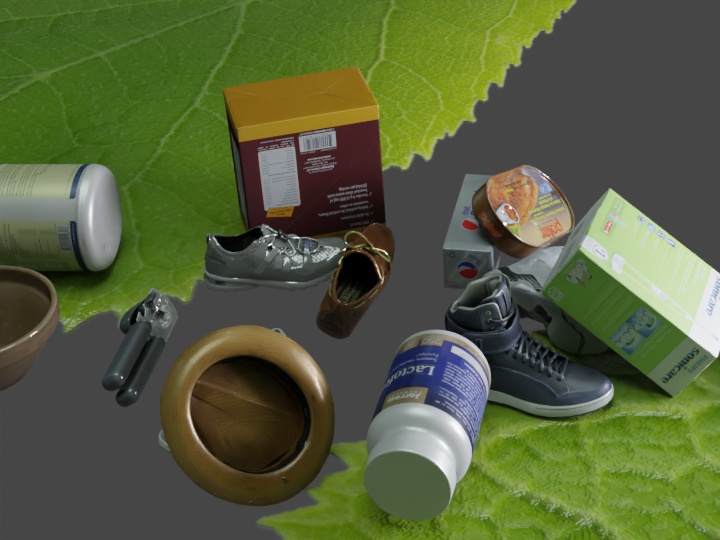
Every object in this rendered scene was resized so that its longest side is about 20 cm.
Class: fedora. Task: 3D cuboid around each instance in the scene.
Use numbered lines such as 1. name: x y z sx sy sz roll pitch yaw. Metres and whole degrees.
1. fedora: -0.128 0.158 1.465 0.198 0.203 0.082 -21 0 -24

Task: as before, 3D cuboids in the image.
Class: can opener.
1. can opener: -0.278 0.096 1.666 0.066 0.054 0.201 -27 24 27

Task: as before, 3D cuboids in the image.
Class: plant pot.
1. plant pot: -0.461 0.085 1.648 0.197 0.094 0.202 -3 34 2

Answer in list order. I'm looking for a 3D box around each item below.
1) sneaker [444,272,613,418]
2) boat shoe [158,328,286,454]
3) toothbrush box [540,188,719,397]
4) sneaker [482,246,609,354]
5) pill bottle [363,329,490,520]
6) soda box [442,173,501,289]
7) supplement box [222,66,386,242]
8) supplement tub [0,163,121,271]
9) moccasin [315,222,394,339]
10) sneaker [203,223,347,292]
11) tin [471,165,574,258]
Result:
1. sneaker: 0.189 0.083 1.529 0.199 0.148 0.077 8 33 15
2. boat shoe: -0.155 0.140 1.553 0.074 0.066 0.201 23 43 37
3. toothbrush box: 0.327 0.023 1.573 0.199 0.086 0.146 36 40 0
4. sneaker: 0.254 0.029 1.667 0.114 0.076 0.199 -32 39 -32
5. pill bottle: 0.070 0.164 1.443 0.114 0.117 0.201 4 34 13
6. soda box: 0.158 -0.054 1.816 0.067 0.064 0.201 3 34 12
7. supplement box: -0.075 -0.149 1.862 0.194 0.202 0.133 -10 33 -9
8. supplement tub: -0.438 -0.072 1.840 0.197 0.147 0.146 1 33 8
9. moccasin: -0.001 -0.001 1.726 0.073 0.078 0.202 30 40 7
10. sneaker: -0.112 -0.022 1.782 0.197 0.083 0.075 -8 33 -6
11. tin: 0.217 -0.077 1.792 0.112 0.042 0.199 52 33 12
